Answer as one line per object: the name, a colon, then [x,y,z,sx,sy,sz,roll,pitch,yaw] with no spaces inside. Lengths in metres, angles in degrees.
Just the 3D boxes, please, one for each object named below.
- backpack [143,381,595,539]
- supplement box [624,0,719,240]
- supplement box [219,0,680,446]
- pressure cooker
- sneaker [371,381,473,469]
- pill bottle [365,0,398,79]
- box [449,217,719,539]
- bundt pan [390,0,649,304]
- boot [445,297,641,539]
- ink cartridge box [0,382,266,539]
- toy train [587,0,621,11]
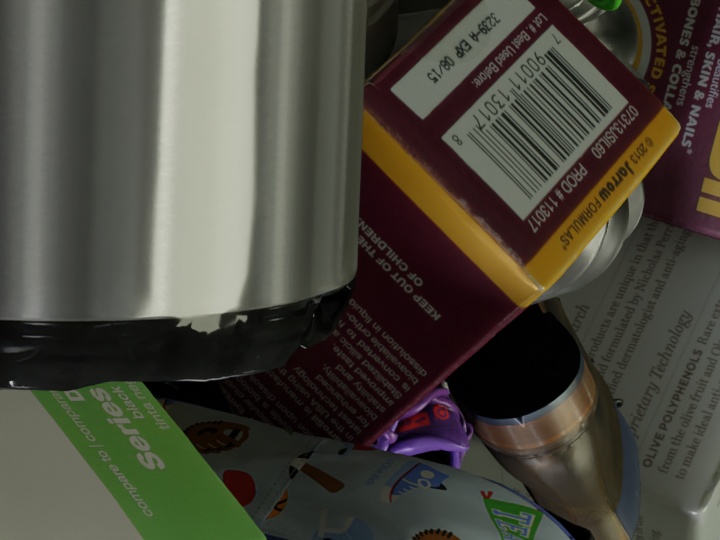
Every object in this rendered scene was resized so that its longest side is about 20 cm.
backpack: [-0.018,0.138,0.842,0.154,0.190,0.200,-61,147,-52]
supplement box: [0.140,-0.089,1.192,0.103,0.200,0.131,-8,114,-66]
supplement box: [0.000,0.000,0.914,0.200,0.086,0.110,-44,-179,44]
pressure cooker: [-0.083,-0.081,0.693,0.179,0.175,0.201,-17,112,-61]
sneaker: [0.013,0.041,1.082,0.080,0.083,0.201,-13,98,-31]
pill bottle: [-0.031,-0.155,0.853,0.111,0.111,0.200,-50,150,-41]
box: [0.123,0.063,1.306,0.199,0.171,0.200,78,35,-54]
bundt pan: [0.057,-0.078,1.065,0.202,0.076,0.202,33,53,-58]
boot: [0.066,0.043,1.172,0.200,0.075,0.097,-107,171,-59]
ink cartridge box: [-0.143,0.100,0.682,0.200,0.084,0.146,2,129,-48]
toy train: [0.034,-0.148,0.911,0.042,0.200,0.056,-35,136,-21]
